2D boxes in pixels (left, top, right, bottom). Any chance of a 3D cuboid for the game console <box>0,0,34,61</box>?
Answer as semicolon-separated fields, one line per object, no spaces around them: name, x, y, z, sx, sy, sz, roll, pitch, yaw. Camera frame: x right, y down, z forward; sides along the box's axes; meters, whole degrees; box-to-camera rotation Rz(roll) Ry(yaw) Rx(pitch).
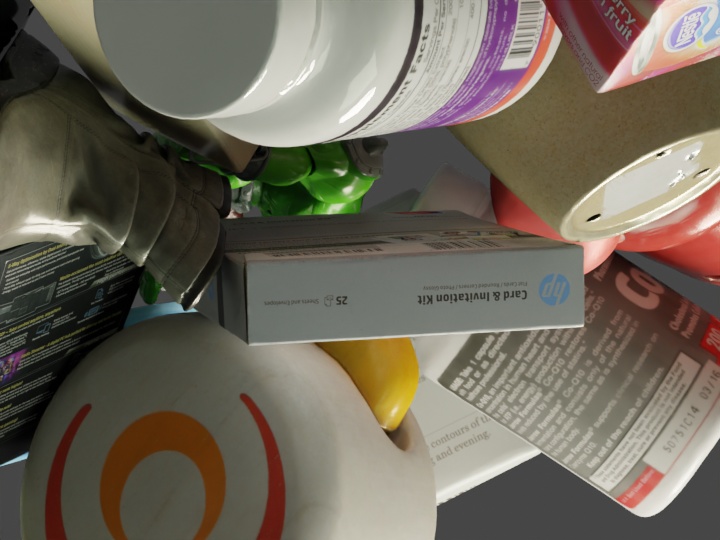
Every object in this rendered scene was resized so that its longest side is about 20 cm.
game console;-0.236;-0.085;1.074;0.176;0.116;0.200;14;146;-17

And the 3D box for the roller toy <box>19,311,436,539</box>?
roller toy;-0.061;0.115;1.235;0.182;0.200;0.140;-4;170;29

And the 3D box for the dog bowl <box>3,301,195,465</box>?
dog bowl;-0.172;0.069;1.363;0.200;0.050;0.111;-21;171;31

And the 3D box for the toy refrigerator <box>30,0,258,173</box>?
toy refrigerator;-0.085;-0.116;1.070;0.070;0.076;0.200;-60;164;-9

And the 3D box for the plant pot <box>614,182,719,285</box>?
plant pot;0.190;-0.090;1.339;0.200;0.201;0.182;-38;155;33

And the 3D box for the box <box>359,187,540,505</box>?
box;-0.013;0.073;1.503;0.199;0.171;0.200;-26;176;2

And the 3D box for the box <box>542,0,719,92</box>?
box;0.097;-0.183;0.954;0.095;0.200;0.100;-19;161;-26

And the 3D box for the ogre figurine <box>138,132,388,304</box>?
ogre figurine;-0.055;-0.039;1.330;0.120;0.098;0.200;-2;140;-13

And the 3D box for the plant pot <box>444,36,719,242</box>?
plant pot;0.086;-0.120;1.113;0.187;0.200;0.187;-22;161;-8

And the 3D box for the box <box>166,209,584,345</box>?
box;0.000;0.000;1.180;0.156;0.041;0.200;-3;-172;-15

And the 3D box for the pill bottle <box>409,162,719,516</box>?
pill bottle;0.103;0.034;1.350;0.114;0.200;0.114;-57;180;1

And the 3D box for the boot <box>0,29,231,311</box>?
boot;-0.115;-0.025;1.053;0.068;0.131;0.200;-52;-170;25

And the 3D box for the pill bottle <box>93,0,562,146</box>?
pill bottle;-0.011;-0.105;0.964;0.111;0.111;0.200;-37;167;30

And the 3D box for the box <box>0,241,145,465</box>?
box;-0.186;0.035;1.174;0.200;0.044;0.160;-26;147;-49

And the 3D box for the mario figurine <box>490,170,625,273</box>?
mario figurine;0.133;-0.088;1.235;0.200;0.106;0.123;-65;-164;5
